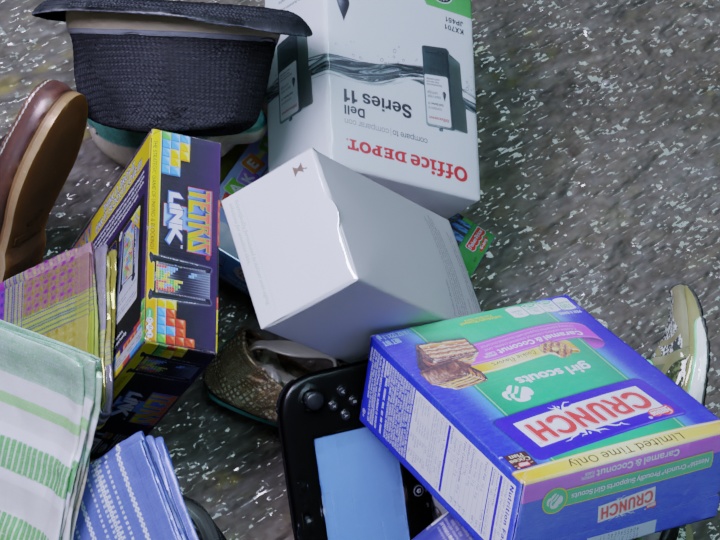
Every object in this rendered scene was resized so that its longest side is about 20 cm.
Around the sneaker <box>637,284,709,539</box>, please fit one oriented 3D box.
[{"bbox_3d":[0.201,0.100,1.708,0.088,0.077,0.200,10,70,7],"label":"sneaker"}]

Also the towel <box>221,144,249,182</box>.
[{"bbox_3d":[-0.048,-0.026,1.837,0.086,0.018,0.200,-31,73,-33],"label":"towel"}]

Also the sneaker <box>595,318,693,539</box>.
[{"bbox_3d":[0.195,0.123,1.780,0.077,0.089,0.200,-19,70,-24],"label":"sneaker"}]

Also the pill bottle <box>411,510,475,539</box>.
[{"bbox_3d":[0.046,0.252,1.620,0.200,0.120,0.120,-40,77,2],"label":"pill bottle"}]

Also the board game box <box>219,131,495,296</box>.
[{"bbox_3d":[-0.016,-0.020,1.811,0.200,0.037,0.151,31,54,2],"label":"board game box"}]

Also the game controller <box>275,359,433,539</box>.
[{"bbox_3d":[0.000,0.164,1.680,0.104,0.042,0.201,-10,101,-13],"label":"game controller"}]

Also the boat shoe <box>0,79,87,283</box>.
[{"bbox_3d":[-0.254,-0.057,1.694,0.070,0.200,0.070,35,33,15],"label":"boat shoe"}]

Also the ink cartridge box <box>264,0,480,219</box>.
[{"bbox_3d":[0.009,-0.142,1.779,0.146,0.083,0.201,11,67,-35],"label":"ink cartridge box"}]

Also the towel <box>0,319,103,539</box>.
[{"bbox_3d":[-0.247,0.135,1.592,0.152,0.201,0.023,17,12,30],"label":"towel"}]

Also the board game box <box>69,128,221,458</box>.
[{"bbox_3d":[-0.157,0.021,1.672,0.057,0.200,0.166,12,60,-21],"label":"board game box"}]

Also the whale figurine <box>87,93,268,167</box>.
[{"bbox_3d":[-0.116,-0.153,1.809,0.200,0.104,0.159,-23,38,-18],"label":"whale figurine"}]

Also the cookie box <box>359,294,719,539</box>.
[{"bbox_3d":[0.122,0.105,1.604,0.171,0.075,0.200,-11,33,-28],"label":"cookie box"}]

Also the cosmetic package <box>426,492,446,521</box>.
[{"bbox_3d":[0.140,0.220,1.725,0.102,0.074,0.200,-34,78,-27],"label":"cosmetic package"}]

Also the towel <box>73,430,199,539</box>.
[{"bbox_3d":[-0.181,0.214,1.585,0.024,0.200,0.145,7,54,-53],"label":"towel"}]

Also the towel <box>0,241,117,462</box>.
[{"bbox_3d":[-0.245,0.073,1.646,0.023,0.200,0.144,31,45,-45],"label":"towel"}]

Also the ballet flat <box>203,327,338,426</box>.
[{"bbox_3d":[-0.016,0.097,1.742,0.200,0.065,0.071,21,23,-5],"label":"ballet flat"}]

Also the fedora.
[{"bbox_3d":[-0.135,-0.141,1.666,0.200,0.201,0.092,3,93,-14],"label":"fedora"}]

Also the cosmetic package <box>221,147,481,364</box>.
[{"bbox_3d":[0.000,0.000,1.665,0.200,0.085,0.108,25,42,-55],"label":"cosmetic package"}]

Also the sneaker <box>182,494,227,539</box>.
[{"bbox_3d":[-0.110,0.246,1.642,0.076,0.114,0.200,-16,95,0],"label":"sneaker"}]
